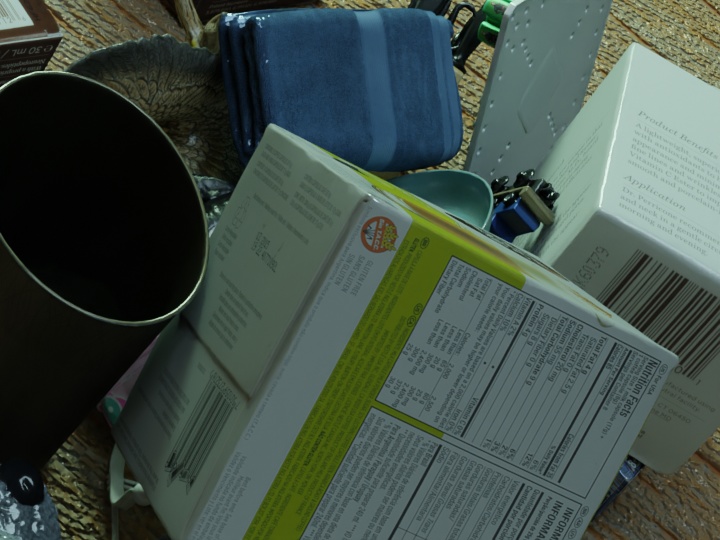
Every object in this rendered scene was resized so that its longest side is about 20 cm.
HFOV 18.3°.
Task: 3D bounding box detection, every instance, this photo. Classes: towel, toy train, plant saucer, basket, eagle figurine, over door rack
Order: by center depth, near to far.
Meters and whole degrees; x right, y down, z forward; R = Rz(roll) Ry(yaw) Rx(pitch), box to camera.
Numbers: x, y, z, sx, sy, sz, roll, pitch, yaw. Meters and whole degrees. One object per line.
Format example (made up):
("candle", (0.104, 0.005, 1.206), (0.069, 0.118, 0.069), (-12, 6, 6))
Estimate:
("basket", (-0.187, 0.022, 1.258), (0.135, 0.200, 0.181), (9, 45, -29))
("over door rack", (-0.075, 0.184, 1.288), (0.147, 0.067, 0.201), (20, 42, -19))
("plant saucer", (0.000, 0.000, 1.457), (0.028, 0.199, 0.200), (62, 31, -24))
("eagle figurine", (-0.130, -0.092, 1.484), (0.152, 0.151, 0.200), (44, 27, -7))
("towel", (-0.011, -0.119, 1.491), (0.199, 0.048, 0.112), (-7, 90, -48))
("toy train", (0.066, -0.031, 1.520), (0.034, 0.200, 0.046), (47, 60, -18))

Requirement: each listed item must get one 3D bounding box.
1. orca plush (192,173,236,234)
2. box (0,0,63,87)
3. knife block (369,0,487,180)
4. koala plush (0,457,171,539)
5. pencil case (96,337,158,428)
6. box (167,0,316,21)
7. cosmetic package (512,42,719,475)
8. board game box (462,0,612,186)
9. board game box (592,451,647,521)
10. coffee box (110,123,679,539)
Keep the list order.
("orca plush", (-0.101, -0.023, 1.429), (0.199, 0.105, 0.071), (-26, 70, -10))
("box", (-0.266, -0.090, 1.313), (0.100, 0.200, 0.075), (-16, 64, -44))
("knife block", (0.030, -0.130, 1.593), (0.064, 0.176, 0.200), (33, 39, -2))
("koala plush", (-0.195, 0.173, 1.164), (0.177, 0.185, 0.200), (11, 24, -37))
("pencil case", (-0.079, 0.025, 1.338), (0.087, 0.200, 0.088), (36, 32, -27))
("box", (-0.079, -0.319, 1.683), (0.164, 0.200, 0.166), (-16, 62, -45))
("cosmetic package", (0.197, -0.009, 1.509), (0.164, 0.165, 0.200), (30, 39, -8))
("board game box", (0.124, -0.139, 1.664), (0.026, 0.201, 0.200), (27, 34, 21))
("board game box", (0.143, 0.052, 1.588), (0.200, 0.062, 0.200), (43, 39, 7))
("coffee box", (0.012, 0.067, 1.187), (0.197, 0.201, 0.200), (26, 6, -21))
